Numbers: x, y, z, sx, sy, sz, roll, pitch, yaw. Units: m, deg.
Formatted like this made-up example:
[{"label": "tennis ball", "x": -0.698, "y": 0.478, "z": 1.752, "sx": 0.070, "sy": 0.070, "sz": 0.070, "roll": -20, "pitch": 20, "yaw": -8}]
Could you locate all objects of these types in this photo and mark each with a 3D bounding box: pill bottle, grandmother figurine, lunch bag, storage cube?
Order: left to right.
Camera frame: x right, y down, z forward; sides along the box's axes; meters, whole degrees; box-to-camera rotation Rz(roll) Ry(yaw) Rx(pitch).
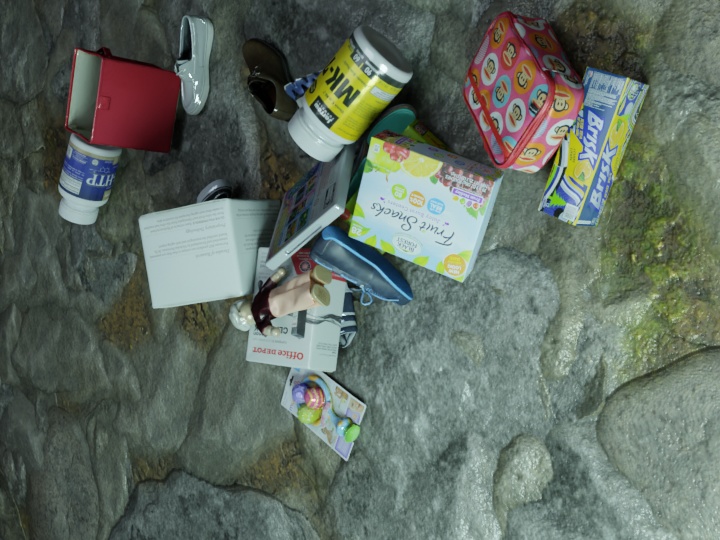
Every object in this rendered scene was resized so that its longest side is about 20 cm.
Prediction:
[{"label": "pill bottle", "x": -0.652, "y": -0.219, "z": 1.855, "sx": 0.119, "sy": 0.119, "sz": 0.201, "roll": 39, "pitch": 117, "yaw": 33}, {"label": "storage cube", "x": -0.509, "y": -0.365, "z": 1.668, "sx": 0.170, "sy": 0.179, "sz": 0.202, "roll": 28, "pitch": 109, "yaw": 47}, {"label": "grandmother figurine", "x": -0.138, "y": 0.056, "z": 1.275, "sx": 0.199, "sy": 0.061, "sz": 0.122, "roll": -19, "pitch": 44, "yaw": 32}, {"label": "pill bottle", "x": -0.021, "y": -0.276, "z": 1.237, "sx": 0.200, "sy": 0.114, "sz": 0.115, "roll": -46, "pitch": 64, "yaw": 27}, {"label": "lunch bag", "x": 0.217, "y": -0.240, "z": 1.088, "sx": 0.177, "sy": 0.081, "sz": 0.201, "roll": 118, "pitch": 146, "yaw": -44}]

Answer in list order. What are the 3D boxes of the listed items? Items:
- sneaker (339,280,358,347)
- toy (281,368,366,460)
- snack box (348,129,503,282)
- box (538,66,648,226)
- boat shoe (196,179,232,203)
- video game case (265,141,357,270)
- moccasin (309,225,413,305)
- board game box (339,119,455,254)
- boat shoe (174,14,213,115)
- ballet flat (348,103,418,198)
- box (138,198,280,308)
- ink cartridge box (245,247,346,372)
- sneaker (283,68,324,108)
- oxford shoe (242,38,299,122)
[{"label": "sneaker", "x": -0.086, "y": 0.100, "z": 1.409, "sx": 0.199, "sy": 0.070, "sz": 0.110, "roll": -25, "pitch": 74, "yaw": 36}, {"label": "toy", "x": -0.083, "y": 0.249, "z": 1.429, "sx": 0.199, "sy": 0.047, "sz": 0.116, "roll": 30, "pitch": 110, "yaw": 36}, {"label": "snack box", "x": 0.097, "y": -0.099, "z": 1.184, "sx": 0.199, "sy": 0.068, "sz": 0.170, "roll": 24, "pitch": 118, "yaw": 16}, {"label": "box", "x": 0.312, "y": -0.163, "z": 1.048, "sx": 0.064, "sy": 0.070, "sz": 0.202, "roll": 30, "pitch": 111, "yaw": 38}, {"label": "boat shoe", "x": -0.309, "y": -0.098, "z": 1.590, "sx": 0.200, "sy": 0.073, "sz": 0.068, "roll": -49, "pitch": 57, "yaw": 32}, {"label": "video game case", "x": -0.081, "y": -0.116, "z": 1.300, "sx": 0.182, "sy": 0.024, "sz": 0.201, "roll": -37, "pitch": 29, "yaw": 33}, {"label": "moccasin", "x": 0.000, "y": 0.000, "z": 1.261, "sx": 0.068, "sy": 0.199, "sz": 0.081, "roll": -43, "pitch": 27, "yaw": 19}, {"label": "board game box", "x": 0.062, "y": -0.132, "z": 1.256, "sx": 0.101, "sy": 0.048, "sz": 0.200, "roll": 41, "pitch": 122, "yaw": 0}, {"label": "boat shoe", "x": -0.353, "y": -0.428, "z": 1.617, "sx": 0.072, "sy": 0.068, "sz": 0.202, "roll": 25, "pitch": 108, "yaw": 37}, {"label": "ballet flat", "x": 0.031, "y": -0.205, "z": 1.295, "sx": 0.073, "sy": 0.073, "sz": 0.201, "roll": 53, "pitch": 128, "yaw": 26}, {"label": "box", "x": -0.262, "y": -0.034, "z": 1.434, "sx": 0.198, "sy": 0.199, "sz": 0.173, "roll": -9, "pitch": 91, "yaw": 22}, {"label": "ink cartridge box", "x": -0.109, "y": 0.067, "z": 1.335, "sx": 0.143, "sy": 0.083, "sz": 0.202, "roll": 2, "pitch": 84, "yaw": 34}, {"label": "sneaker", "x": -0.025, "y": -0.302, "z": 1.339, "sx": 0.198, "sy": 0.081, "sz": 0.116, "roll": -17, "pitch": 105, "yaw": 26}, {"label": "oxford shoe", "x": -0.180, "y": -0.366, "z": 1.460, "sx": 0.073, "sy": 0.084, "sz": 0.201, "roll": -49, "pitch": 60, "yaw": 33}]
